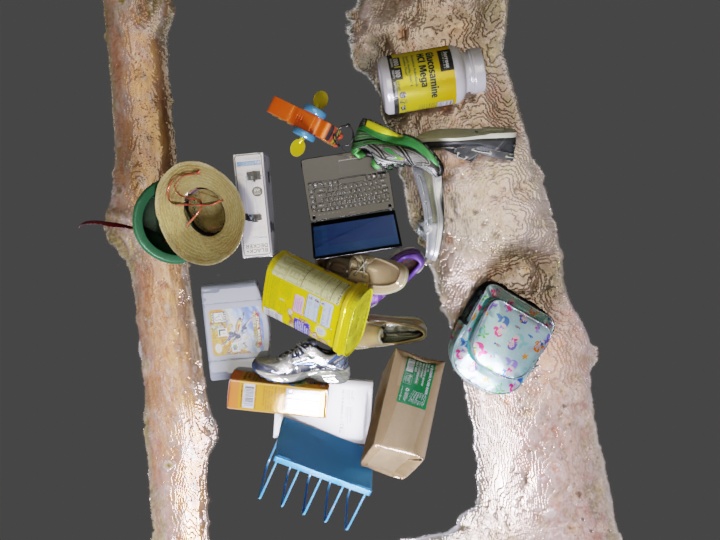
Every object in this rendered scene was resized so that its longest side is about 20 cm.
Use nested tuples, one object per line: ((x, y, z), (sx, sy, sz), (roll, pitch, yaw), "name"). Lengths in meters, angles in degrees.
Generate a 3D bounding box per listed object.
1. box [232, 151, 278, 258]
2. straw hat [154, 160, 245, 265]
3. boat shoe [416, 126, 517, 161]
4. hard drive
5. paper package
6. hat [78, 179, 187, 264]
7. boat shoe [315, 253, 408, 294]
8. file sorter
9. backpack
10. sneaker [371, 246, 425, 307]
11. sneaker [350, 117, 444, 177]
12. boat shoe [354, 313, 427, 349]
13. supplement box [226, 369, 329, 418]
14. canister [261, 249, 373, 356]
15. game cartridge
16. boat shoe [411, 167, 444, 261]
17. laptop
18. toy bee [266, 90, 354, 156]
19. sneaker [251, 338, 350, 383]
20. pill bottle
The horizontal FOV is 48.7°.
((-0.205, -0.128, 1.565), (0.060, 0.117, 0.201), (-5, 96, 0), "box")
((-0.290, -0.116, 1.529), (0.200, 0.085, 0.202), (3, 101, 18), "straw hat")
((0.209, -0.247, 1.582), (0.199, 0.072, 0.068), (1, 116, 4), "boat shoe")
((-0.077, 0.286, 1.646), (0.199, 0.026, 0.133), (4, 95, 0), "hard drive")
((0.080, 0.279, 1.538), (0.103, 0.191, 0.201), (16, 65, -1), "paper package")
((-0.420, -0.109, 1.615), (0.200, 0.176, 0.166), (32, 77, -35), "hat")
((0.000, 0.000, 1.552), (0.199, 0.065, 0.073), (10, 79, 35), "boat shoe")
((-0.090, 0.410, 1.591), (0.199, 0.139, 0.123), (21, 111, -7), "file sorter")
((0.273, 0.144, 1.582), (0.177, 0.151, 0.201), (31, 99, -4), "backpack")
((0.041, 0.017, 1.595), (0.200, 0.083, 0.081), (-36, 94, 3), "sneaker")
((0.073, -0.223, 1.560), (0.199, 0.078, 0.086), (25, 86, 22), "sneaker")
((0.035, 0.124, 1.607), (0.199, 0.076, 0.072), (-7, 98, 3), "boat shoe")
((-0.163, 0.248, 1.593), (0.199, 0.067, 0.069), (8, 101, -2), "supplement box")
((-0.088, 0.060, 1.553), (0.199, 0.087, 0.149), (25, 125, 17), "canister")
((-0.251, 0.121, 1.627), (0.132, 0.042, 0.201), (-5, 95, 4), "game cartridge")
((0.135, -0.120, 1.592), (0.064, 0.074, 0.203), (-1, 91, 6), "boat shoe")
((-0.020, -0.135, 1.572), (0.176, 0.103, 0.201), (-9, 95, 0), "laptop")
((-0.088, -0.274, 1.572), (0.131, 0.109, 0.200), (-43, 69, 11), "toy bee")
((-0.118, 0.174, 1.594), (0.199, 0.077, 0.086), (1, 103, -12), "sneaker")
((0.138, -0.374, 1.547), (0.199, 0.112, 0.113), (-10, 95, 0), "pill bottle")
